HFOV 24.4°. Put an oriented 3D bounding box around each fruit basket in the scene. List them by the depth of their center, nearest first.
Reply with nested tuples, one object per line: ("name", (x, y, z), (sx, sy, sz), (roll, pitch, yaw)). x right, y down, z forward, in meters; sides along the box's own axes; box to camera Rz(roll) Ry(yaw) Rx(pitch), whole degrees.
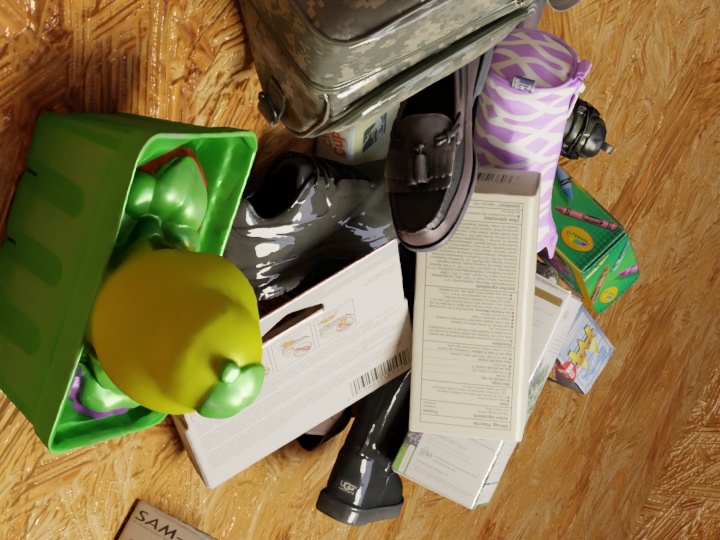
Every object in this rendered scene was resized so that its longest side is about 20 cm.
("fruit basket", (-0.117, 0.017, 0.983), (0.155, 0.214, 0.218), (-11, 123, -63))

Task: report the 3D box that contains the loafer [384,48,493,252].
("loafer", (0.050, -0.114, 1.224), (0.063, 0.071, 0.202), (46, 49, -51))

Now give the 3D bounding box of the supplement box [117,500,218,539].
("supplement box", (-0.173, 0.295, 1.317), (0.201, 0.073, 0.126), (-62, 158, -9))

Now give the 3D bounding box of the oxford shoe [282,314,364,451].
("oxford shoe", (-0.041, 0.101, 1.417), (0.073, 0.071, 0.200), (-53, 156, -16))

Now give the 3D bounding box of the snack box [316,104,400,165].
("snack box", (0.033, -0.150, 1.356), (0.200, 0.037, 0.117), (-46, 152, -39))

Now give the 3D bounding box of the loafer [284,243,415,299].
("loafer", (0.000, 0.000, 1.398), (0.200, 0.070, 0.069), (-7, 119, -65))

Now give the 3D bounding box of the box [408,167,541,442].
("box", (0.090, 0.025, 1.308), (0.078, 0.094, 0.202), (-59, 154, -70))

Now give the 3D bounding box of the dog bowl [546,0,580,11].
("dog bowl", (0.187, -0.336, 1.481), (0.200, 0.058, 0.201), (-49, 154, -35))

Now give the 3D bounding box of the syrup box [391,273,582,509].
("syrup box", (0.109, 0.095, 1.416), (0.202, 0.081, 0.079), (-66, 165, 1))

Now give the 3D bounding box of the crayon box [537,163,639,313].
("crayon box", (0.163, -0.062, 1.524), (0.058, 0.200, 0.119), (-42, 156, -2))

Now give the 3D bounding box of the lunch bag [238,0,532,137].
("lunch bag", (0.019, -0.186, 1.113), (0.199, 0.140, 0.168), (-31, 162, -18))

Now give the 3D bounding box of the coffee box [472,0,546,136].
("coffee box", (0.085, -0.135, 1.380), (0.123, 0.044, 0.202), (-21, 134, -61))

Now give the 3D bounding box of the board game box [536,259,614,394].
("board game box", (0.140, 0.027, 1.570), (0.062, 0.199, 0.201), (-54, 156, -22))

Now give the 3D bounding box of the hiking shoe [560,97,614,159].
("hiking shoe", (0.192, -0.154, 1.628), (0.200, 0.100, 0.076), (4, 109, -67))

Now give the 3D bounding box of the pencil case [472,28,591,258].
("pencil case", (0.132, -0.101, 1.349), (0.201, 0.085, 0.084), (95, 9, -47))

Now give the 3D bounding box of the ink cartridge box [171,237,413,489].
("ink cartridge box", (-0.055, 0.061, 1.269), (0.199, 0.045, 0.177), (-30, 146, -14))

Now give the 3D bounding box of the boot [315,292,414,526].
("boot", (0.035, 0.119, 1.482), (0.165, 0.065, 0.202), (-8, 119, -80))

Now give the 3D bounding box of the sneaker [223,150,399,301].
("sneaker", (-0.028, -0.051, 1.243), (0.199, 0.076, 0.092), (-28, 132, -35))
